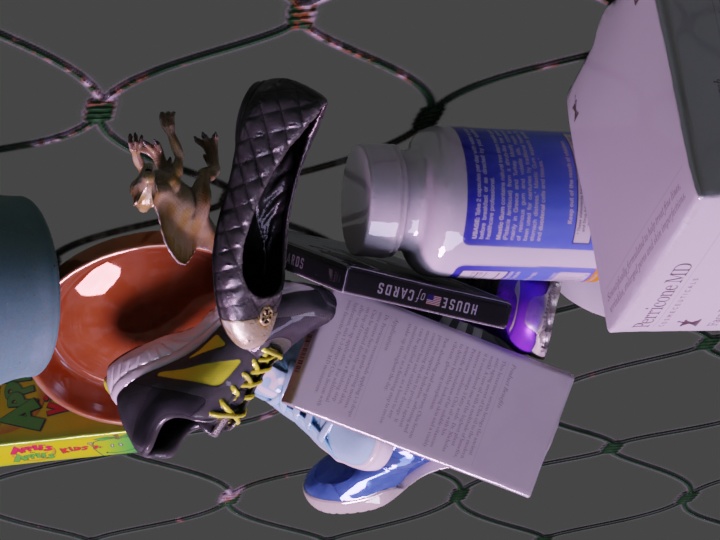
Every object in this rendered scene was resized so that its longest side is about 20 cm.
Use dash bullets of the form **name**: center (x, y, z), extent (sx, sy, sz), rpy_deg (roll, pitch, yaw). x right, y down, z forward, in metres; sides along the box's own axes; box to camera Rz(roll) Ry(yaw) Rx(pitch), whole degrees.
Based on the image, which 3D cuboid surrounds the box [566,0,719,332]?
- **box**: center (0.237, -0.088, 1.536), extent (0.130, 0.201, 0.199), rpy_deg (-1, 153, -13)

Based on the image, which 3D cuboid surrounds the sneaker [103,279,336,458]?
- **sneaker**: center (-0.096, 0.077, 1.703), extent (0.199, 0.085, 0.074), rpy_deg (-28, 154, 22)

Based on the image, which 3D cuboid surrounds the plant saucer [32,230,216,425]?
- **plant saucer**: center (-0.159, 0.042, 1.746), extent (0.199, 0.032, 0.201), rpy_deg (-8, 135, -7)

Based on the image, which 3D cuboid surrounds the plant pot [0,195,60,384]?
- **plant pot**: center (-0.324, 0.016, 1.642), extent (0.187, 0.201, 0.200), rpy_deg (-5, 156, -29)

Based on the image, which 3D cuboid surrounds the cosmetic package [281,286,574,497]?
- **cosmetic package**: center (0.050, 0.091, 1.749), extent (0.199, 0.102, 0.071), rpy_deg (22, 176, -7)

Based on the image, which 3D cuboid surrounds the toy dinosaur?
- **toy dinosaur**: center (-0.127, -0.048, 1.638), extent (0.058, 0.102, 0.200), rpy_deg (-15, 155, 20)

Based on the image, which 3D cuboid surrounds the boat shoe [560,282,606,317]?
- **boat shoe**: center (0.251, -0.002, 1.847), extent (0.199, 0.064, 0.071), rpy_deg (4, 128, 29)

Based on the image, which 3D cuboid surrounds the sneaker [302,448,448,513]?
- **sneaker**: center (0.030, 0.121, 1.852), extent (0.199, 0.077, 0.111), rpy_deg (-19, 127, 15)

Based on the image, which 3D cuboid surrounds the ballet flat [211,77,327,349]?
- **ballet flat**: center (-0.065, -0.036, 1.607), extent (0.057, 0.201, 0.066), rpy_deg (18, -159, 26)

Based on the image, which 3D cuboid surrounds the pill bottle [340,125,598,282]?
- **pill bottle**: center (0.091, -0.049, 1.677), extent (0.199, 0.113, 0.112), rpy_deg (2, 152, -16)

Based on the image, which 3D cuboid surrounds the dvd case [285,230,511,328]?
- **dvd case**: center (0.000, 0.000, 1.726), extent (0.150, 0.025, 0.200), rpy_deg (13, -176, -32)

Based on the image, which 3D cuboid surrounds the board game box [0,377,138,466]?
- **board game box**: center (-0.261, 0.105, 1.911), extent (0.199, 0.102, 0.048), rpy_deg (-6, 154, -2)

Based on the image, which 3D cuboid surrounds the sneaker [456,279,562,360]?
- **sneaker**: center (0.095, 0.020, 1.788), extent (0.099, 0.070, 0.200), rpy_deg (12, -175, -8)

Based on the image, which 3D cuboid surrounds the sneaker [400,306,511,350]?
- **sneaker**: center (0.069, 0.081, 1.908), extent (0.199, 0.109, 0.070), rpy_deg (19, 136, -43)

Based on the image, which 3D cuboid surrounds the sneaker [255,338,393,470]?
- **sneaker**: center (-0.056, 0.093, 1.828), extent (0.082, 0.200, 0.074), rpy_deg (-4, 126, -45)

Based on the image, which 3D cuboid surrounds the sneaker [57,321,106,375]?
- **sneaker**: center (-0.184, 0.048, 1.832), extent (0.200, 0.087, 0.074), rpy_deg (24, 126, -33)
